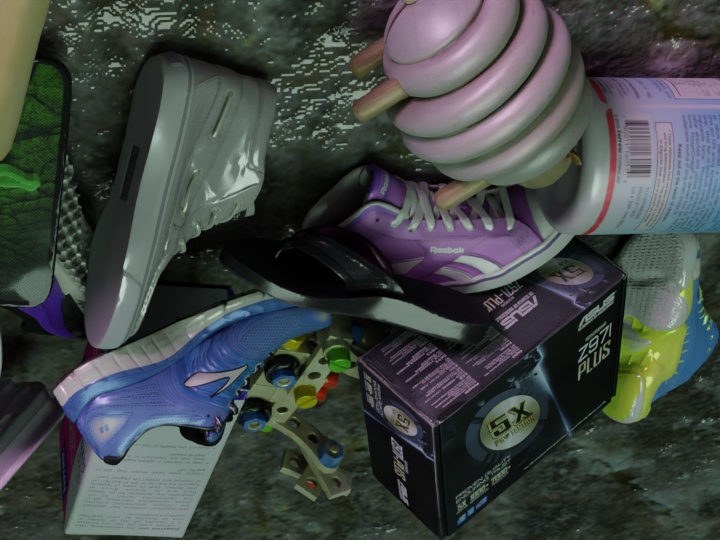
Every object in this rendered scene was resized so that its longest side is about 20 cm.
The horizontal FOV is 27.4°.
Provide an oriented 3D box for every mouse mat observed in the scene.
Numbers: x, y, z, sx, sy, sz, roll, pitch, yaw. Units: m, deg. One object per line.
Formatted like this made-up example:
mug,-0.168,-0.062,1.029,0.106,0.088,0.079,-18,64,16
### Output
mouse mat,-0.283,-0.061,0.902,0.200,0.008,0.161,6,105,-9

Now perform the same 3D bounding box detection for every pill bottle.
pill bottle,0.230,-0.080,1.030,0.200,0.109,0.109,-1,138,-14

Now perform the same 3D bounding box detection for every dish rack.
dish rack,-0.326,0.140,1.074,0.200,0.172,0.044,-14,113,30

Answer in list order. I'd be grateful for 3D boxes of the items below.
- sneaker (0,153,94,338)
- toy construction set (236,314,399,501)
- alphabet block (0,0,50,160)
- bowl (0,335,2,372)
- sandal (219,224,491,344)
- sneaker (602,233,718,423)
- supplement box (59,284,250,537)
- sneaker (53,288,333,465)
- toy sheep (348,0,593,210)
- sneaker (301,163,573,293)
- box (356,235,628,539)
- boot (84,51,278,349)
sneaker,-0.235,-0.020,0.998,0.099,0.070,0.200,-5,135,15
toy construction set,-0.027,0.092,1.179,0.131,0.092,0.200,9,124,-26
alphabet block,-0.246,-0.193,0.699,0.196,0.195,0.200,8,134,-21
bowl,-0.337,0.032,0.989,0.201,0.090,0.201,-3,117,-6
sandal,0.000,0.000,1.019,0.200,0.075,0.048,14,112,-20
sneaker,0.251,0.031,1.211,0.105,0.076,0.200,-22,140,-36
supplement box,-0.165,0.112,1.145,0.103,0.101,0.200,4,136,-20
sneaker,-0.106,0.073,1.022,0.200,0.089,0.079,-25,-179,-18
toy sheep,0.071,-0.121,0.925,0.138,0.138,0.200,-31,130,20
sneaker,0.056,-0.038,1.060,0.200,0.073,0.114,-19,137,7
box,0.104,0.083,1.135,0.200,0.086,0.164,-35,145,-22
boot,-0.113,-0.037,0.965,0.095,0.074,0.200,9,107,-30
